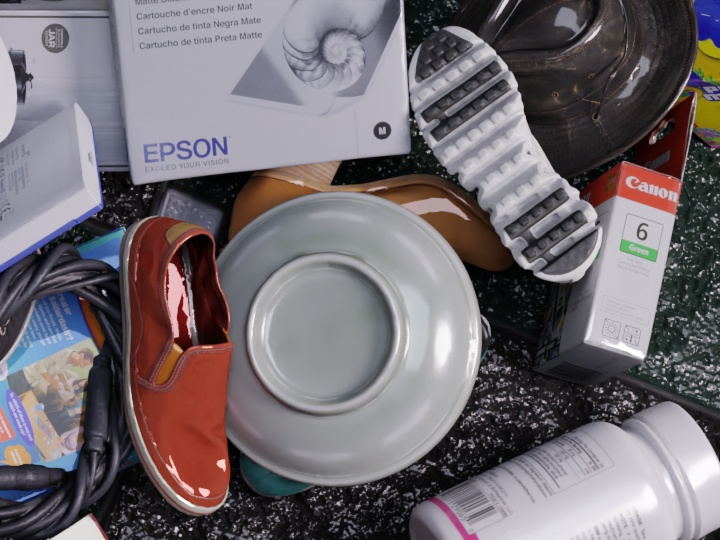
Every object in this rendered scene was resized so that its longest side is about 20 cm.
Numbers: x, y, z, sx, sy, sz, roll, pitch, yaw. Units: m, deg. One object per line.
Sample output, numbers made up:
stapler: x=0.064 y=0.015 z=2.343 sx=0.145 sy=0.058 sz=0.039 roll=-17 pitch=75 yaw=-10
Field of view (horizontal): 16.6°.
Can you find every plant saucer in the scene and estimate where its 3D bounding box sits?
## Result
plant saucer: x=-0.020 y=0.044 z=1.645 sx=0.199 sy=0.050 sz=0.201 roll=-1 pitch=84 yaw=10

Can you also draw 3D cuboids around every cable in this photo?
cable: x=-0.205 y=0.077 z=1.598 sx=0.200 sy=0.051 sz=0.163 roll=-43 pitch=110 yaw=-33

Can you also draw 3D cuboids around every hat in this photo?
hat: x=0.131 y=-0.160 z=1.725 sx=0.200 sy=0.081 sz=0.201 roll=-6 pitch=77 yaw=26

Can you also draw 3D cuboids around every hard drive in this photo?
hard drive: x=-0.261 y=-0.025 z=1.618 sx=0.200 sy=0.132 sz=0.025 roll=-31 pitch=119 yaw=7

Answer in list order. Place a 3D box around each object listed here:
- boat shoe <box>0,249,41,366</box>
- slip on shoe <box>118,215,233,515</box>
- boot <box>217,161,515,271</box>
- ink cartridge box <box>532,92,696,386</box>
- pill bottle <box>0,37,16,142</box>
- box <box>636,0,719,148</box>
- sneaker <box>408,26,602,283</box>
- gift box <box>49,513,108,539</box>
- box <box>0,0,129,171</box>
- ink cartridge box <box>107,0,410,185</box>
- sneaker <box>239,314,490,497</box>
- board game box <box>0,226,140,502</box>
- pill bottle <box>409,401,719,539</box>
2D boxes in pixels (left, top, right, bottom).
boat shoe: x=-0.276 y=0.049 z=1.615 sx=0.074 sy=0.060 sz=0.200 roll=36 pitch=73 yaw=3
slip on shoe: x=-0.115 y=0.063 z=1.621 sx=0.074 sy=0.061 sz=0.201 roll=-8 pitch=92 yaw=-45
boot: x=0.000 y=0.000 z=1.722 sx=0.199 sy=0.074 sz=0.155 roll=24 pitch=76 yaw=3
ink cartridge box: x=0.179 y=-0.026 z=1.734 sx=0.050 sy=0.109 sz=0.201 roll=16 pitch=74 yaw=-12
pill bottle: x=-0.332 y=-0.108 z=1.617 sx=0.199 sy=0.114 sz=0.115 roll=-10 pitch=76 yaw=24
box: x=0.326 y=-0.199 z=1.745 sx=0.122 sy=0.199 sz=0.193 roll=32 pitch=65 yaw=-48
sneaker: x=0.096 y=-0.074 z=1.684 sx=0.075 sy=0.081 sz=0.200 roll=-30 pitch=76 yaw=4
gift box: x=-0.206 y=0.287 z=1.553 sx=0.186 sy=0.185 sz=0.200 roll=-30 pitch=80 yaw=-17
box: x=-0.186 y=-0.130 z=1.698 sx=0.199 sy=0.060 sz=0.117 roll=0 pitch=105 yaw=-11
ink cartridge box: x=-0.068 y=-0.167 z=1.656 sx=0.199 sy=0.041 sz=0.201 roll=-8 pitch=106 yaw=-8
sneaker: x=0.004 y=0.083 z=1.691 sx=0.200 sy=0.080 sz=0.071 roll=-35 pitch=87 yaw=-15
board game box: x=-0.222 y=0.079 z=1.672 sx=0.199 sy=0.045 sz=0.152 roll=-22 pitch=81 yaw=-14
pill bottle: x=0.144 y=0.172 z=1.678 sx=0.199 sy=0.113 sz=0.114 roll=-24 pitch=81 yaw=-14
